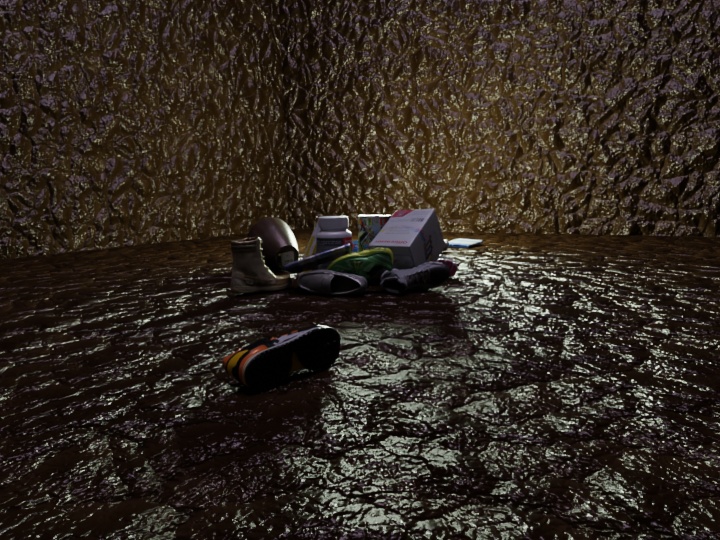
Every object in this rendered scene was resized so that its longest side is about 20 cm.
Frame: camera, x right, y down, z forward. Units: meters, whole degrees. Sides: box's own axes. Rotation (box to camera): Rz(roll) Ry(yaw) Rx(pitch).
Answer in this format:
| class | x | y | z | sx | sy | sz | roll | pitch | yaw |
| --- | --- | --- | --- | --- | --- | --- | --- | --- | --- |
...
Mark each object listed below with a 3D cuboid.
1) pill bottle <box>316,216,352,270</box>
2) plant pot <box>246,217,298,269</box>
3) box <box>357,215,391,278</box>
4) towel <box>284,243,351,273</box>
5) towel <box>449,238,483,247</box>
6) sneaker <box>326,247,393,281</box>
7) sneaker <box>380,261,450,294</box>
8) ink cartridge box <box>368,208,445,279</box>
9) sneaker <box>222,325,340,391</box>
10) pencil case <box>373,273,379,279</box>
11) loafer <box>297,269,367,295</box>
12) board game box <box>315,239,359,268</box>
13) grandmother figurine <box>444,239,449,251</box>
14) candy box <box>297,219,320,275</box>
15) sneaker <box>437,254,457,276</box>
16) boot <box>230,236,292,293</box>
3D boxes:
| class | x | y | z | sx | sy | sz | roll | pitch | yaw |
| --- | --- | --- | --- | --- | --- | --- | --- | --- | --- |
| pill bottle | -0.081 | -0.067 | 1.707 | 0.112 | 0.203 | 0.114 | -1 | 8 | 0 |
| plant pot | -0.307 | -0.080 | 2.027 | 0.185 | 0.189 | 0.200 | -6 | 23 | -28 |
| box | 0.047 | -0.077 | 1.748 | 0.109 | 0.203 | 0.035 | 2 | 9 | 26 |
| towel | -0.117 | -0.031 | 1.572 | 0.198 | 0.024 | 0.147 | -19 | -4 | -2 |
| towel | 0.515 | -0.135 | 2.718 | 0.145 | 0.024 | 0.199 | 7 | 13 | 33 |
| sneaker | -0.004 | -0.007 | 1.512 | 0.197 | 0.085 | 0.074 | -14 | -10 | 13 |
| sneaker | 0.146 | 0.031 | 1.485 | 0.197 | 0.076 | 0.116 | -10 | 11 | 15 |
| ink cartridge box | 0.145 | -0.073 | 1.654 | 0.144 | 0.146 | 0.200 | 4 | 39 | 35 |
| sneaker | -0.119 | 0.123 | 0.840 | 0.089 | 0.071 | 0.199 | 10 | 15 | 40 |
| pencil case | 0.000 | 0.000 | 1.650 | 0.082 | 0.087 | 0.200 | 27 | 17 | 19 |
| loafer | -0.080 | 0.033 | 1.477 | 0.197 | 0.071 | 0.070 | 1 | 0 | 12 |
| board game box | -0.075 | -0.054 | 1.891 | 0.194 | 0.057 | 0.200 | -13 | -3 | -25 |
| grandmother figurine | 0.331 | -0.108 | 2.440 | 0.199 | 0.061 | 0.120 | -13 | 22 | -43 |
| candy box | -0.156 | -0.072 | 1.795 | 0.026 | 0.202 | 0.102 | 23 | -1 | -22 |
| sneaker | 0.225 | -0.016 | 1.770 | 0.197 | 0.075 | 0.087 | 5 | 7 | 23 |
| boot | -0.284 | -0.019 | 1.562 | 0.198 | 0.158 | 0.072 | -5 | 7 | -39 |
